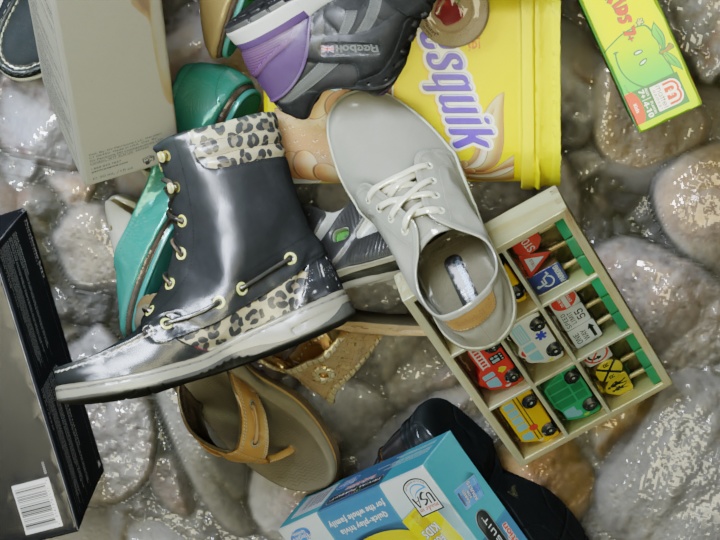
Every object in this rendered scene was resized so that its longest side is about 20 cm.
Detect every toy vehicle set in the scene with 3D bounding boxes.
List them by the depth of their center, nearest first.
[{"bbox_3d":[0.120,0.041,1.683,0.124,0.027,0.200,-30,133,7],"label":"toy vehicle set"}]

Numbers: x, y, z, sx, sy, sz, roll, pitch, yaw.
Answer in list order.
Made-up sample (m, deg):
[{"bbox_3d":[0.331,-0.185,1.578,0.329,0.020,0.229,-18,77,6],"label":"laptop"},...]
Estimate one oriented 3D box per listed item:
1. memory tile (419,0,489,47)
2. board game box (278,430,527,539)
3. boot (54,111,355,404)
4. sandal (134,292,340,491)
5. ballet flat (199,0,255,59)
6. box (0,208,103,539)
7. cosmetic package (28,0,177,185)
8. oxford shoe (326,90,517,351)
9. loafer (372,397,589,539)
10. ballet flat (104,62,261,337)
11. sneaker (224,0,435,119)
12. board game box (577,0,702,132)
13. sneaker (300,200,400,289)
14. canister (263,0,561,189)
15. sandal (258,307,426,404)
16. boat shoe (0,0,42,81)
[{"bbox_3d":[0.036,-0.257,1.596,0.200,0.017,0.153,43,110,4],"label":"memory tile"},{"bbox_3d":[0.058,0.225,1.724,0.151,0.047,0.201,-28,102,41],"label":"board game box"},{"bbox_3d":[-0.120,-0.006,1.620,0.202,0.073,0.155,-18,87,-5],"label":"boot"},{"bbox_3d":[-0.092,0.094,1.707,0.080,0.054,0.200,-15,130,34],"label":"sandal"},{"bbox_3d":[-0.077,-0.243,1.669,0.063,0.069,0.201,24,92,5],"label":"ballet flat"},{"bbox_3d":[-0.245,0.073,1.694,0.078,0.141,0.201,-14,101,7],"label":"box"},{"bbox_3d":[-0.169,-0.160,1.595,0.071,0.201,0.106,-18,58,-11],"label":"cosmetic package"},{"bbox_3d":[0.038,-0.040,1.585,0.075,0.058,0.201,-32,66,7],"label":"oxford shoe"},{"bbox_3d":[0.094,0.180,1.751,0.200,0.073,0.072,47,121,-3],"label":"loafer"},{"bbox_3d":[-0.136,-0.054,1.712,0.070,0.067,0.201,29,102,20],"label":"ballet flat"},{"bbox_3d":[0.017,-0.164,1.586,0.199,0.076,0.088,-23,106,28],"label":"sneaker"},{"bbox_3d":[0.162,-0.198,1.648,0.047,0.102,0.201,-24,100,7],"label":"board game box"},{"bbox_3d":[0.000,0.000,1.706,0.199,0.115,0.076,-14,61,33],"label":"sneaker"},{"bbox_3d":[0.036,-0.129,1.674,0.198,0.087,0.150,-1,100,3],"label":"canister"},{"bbox_3d":[-0.010,0.058,1.718,0.210,0.078,0.070,-3,99,-4],"label":"sandal"},{"bbox_3d":[-0.184,-0.208,1.675,0.075,0.060,0.200,38,100,-6],"label":"boat shoe"}]
